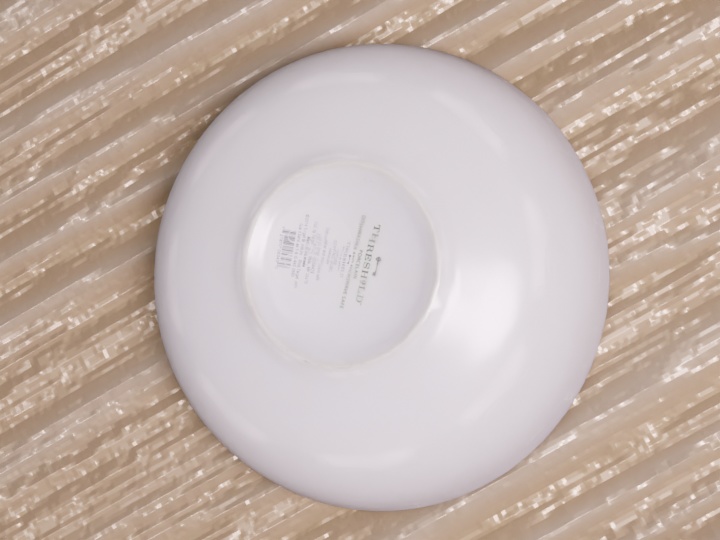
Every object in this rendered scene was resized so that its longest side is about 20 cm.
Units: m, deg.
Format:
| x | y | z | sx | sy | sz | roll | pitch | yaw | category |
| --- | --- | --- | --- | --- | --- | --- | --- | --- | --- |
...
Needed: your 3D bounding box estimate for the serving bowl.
| x | y | z | sx | sy | sz | roll | pitch | yaw | category |
| --- | --- | --- | --- | --- | --- | --- | --- | --- | --- |
| 0.000 | 0.000 | 0.937 | 0.199 | 0.066 | 0.202 | -1 | 85 | 17 | serving bowl |
